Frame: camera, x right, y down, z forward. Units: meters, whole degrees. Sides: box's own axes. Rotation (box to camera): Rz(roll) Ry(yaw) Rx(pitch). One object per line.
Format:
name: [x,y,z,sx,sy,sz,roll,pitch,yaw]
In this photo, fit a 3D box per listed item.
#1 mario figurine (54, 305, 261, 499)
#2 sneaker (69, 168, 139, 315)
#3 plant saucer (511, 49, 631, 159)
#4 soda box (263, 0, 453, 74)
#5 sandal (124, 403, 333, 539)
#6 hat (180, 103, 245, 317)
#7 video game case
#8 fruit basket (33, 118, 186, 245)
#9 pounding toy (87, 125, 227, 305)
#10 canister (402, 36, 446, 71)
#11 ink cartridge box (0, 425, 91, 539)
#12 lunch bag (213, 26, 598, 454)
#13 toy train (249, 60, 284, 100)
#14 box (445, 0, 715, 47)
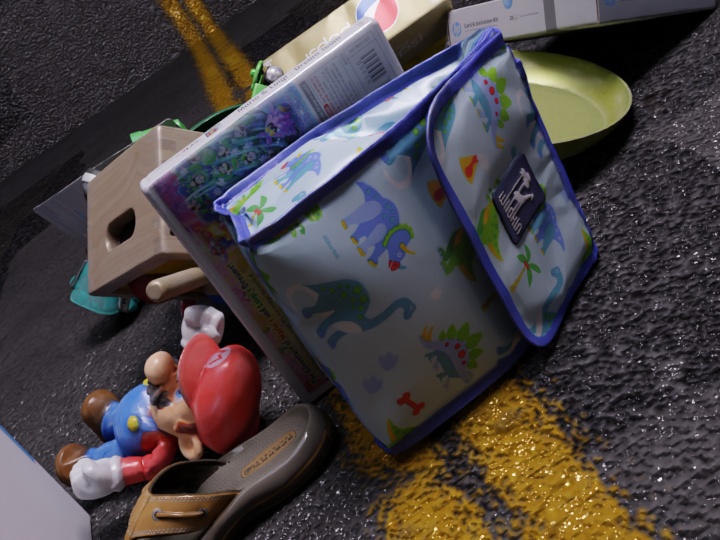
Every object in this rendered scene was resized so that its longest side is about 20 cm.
mario figurine: [-0.158,0.095,0.617,0.198,0.105,0.126,-26,70,33]
sneaker: [-0.281,-0.017,0.926,0.082,0.201,0.122,20,68,15]
plant saucer: [0.123,-0.135,0.696,0.196,0.032,0.201,-2,34,2]
soda box: [0.000,-0.232,0.859,0.198,0.065,0.068,-33,-16,6]
sandal: [-0.104,0.147,0.529,0.199,0.055,0.082,-38,25,-8]
hat: [-0.127,-0.058,0.940,0.199,0.166,0.177,-39,66,4]
video game case: [-0.018,-0.033,0.566,0.181,0.201,0.024,-36,30,-5]
fruit basket: [-0.271,-0.094,1.036,0.198,0.185,0.095,-28,61,9]
pounding toy: [-0.131,-0.025,0.693,0.199,0.182,0.145,-19,72,50]
canister: [0.025,-0.261,1.000,0.147,0.087,0.200,-31,13,5]
ink cartridge box: [-0.300,0.217,0.542,0.199,0.148,0.146,-36,25,-4]
lunch bag: [0.041,-0.021,0.509,0.199,0.171,0.127,-36,26,-8]
toy train: [-0.080,-0.124,0.744,0.200,0.041,0.057,122,161,-78]
box: [0.201,-0.245,0.785,0.154,0.042,0.199,-16,13,-29]
